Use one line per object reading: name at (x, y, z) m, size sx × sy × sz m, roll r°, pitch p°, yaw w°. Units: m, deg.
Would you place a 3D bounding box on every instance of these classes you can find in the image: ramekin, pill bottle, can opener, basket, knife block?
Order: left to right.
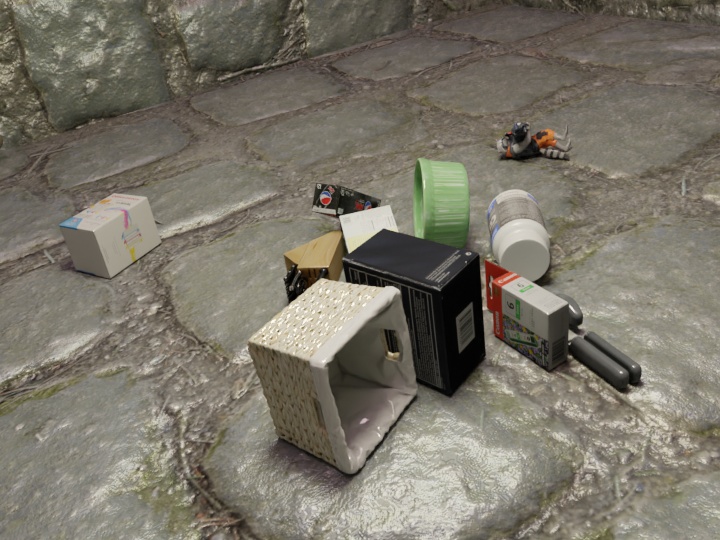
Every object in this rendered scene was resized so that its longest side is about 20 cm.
knife block at (-0.074, 0.004, 1.380) m, size 0.197 × 0.065 × 0.175 m, roll -26°, pitch 35°, yaw -26°
basket at (-0.037, 0.147, 1.005) m, size 0.158 × 0.202 × 0.200 m, roll 9°, pitch 35°, yaw 35°
ramekin at (0.168, -0.132, 1.415) m, size 0.095 × 0.204 × 0.201 m, roll -2°, pitch 30°, yaw -1°
pill bottle at (0.313, -0.068, 1.341) m, size 0.111 × 0.116 × 0.201 m, roll -4°, pitch 30°, yaw 8°
can opener at (0.363, 0.111, 1.084) m, size 0.052 × 0.068 × 0.200 m, roll -18°, pitch 36°, yaw -18°

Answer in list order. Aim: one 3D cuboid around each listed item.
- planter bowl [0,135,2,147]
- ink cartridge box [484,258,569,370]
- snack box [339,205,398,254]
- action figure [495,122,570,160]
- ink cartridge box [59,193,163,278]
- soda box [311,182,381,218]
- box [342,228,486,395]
planter bowl at (-1.398, -0.444, 2.400) m, size 0.195 × 0.202 × 0.137 m, roll -1°, pitch 57°, yaw 14°
ink cartridge box at (0.260, 0.068, 1.132) m, size 0.050 × 0.111 × 0.199 m, roll -23°, pitch 33°, yaw -23°
snack box at (0.030, -0.042, 1.391) m, size 0.113 × 0.038 × 0.203 m, roll -12°, pitch 51°, yaw -4°
action figure at (0.445, -0.333, 1.765) m, size 0.189 × 0.107 × 0.199 m, roll -2°, pitch 6°, yaw 21°
ink cartridge box at (-0.588, -0.094, 1.626) m, size 0.126 × 0.128 × 0.200 m, roll 9°, pitch 35°, yaw 28°
soda box at (-0.030, -0.147, 1.525) m, size 0.069 × 0.065 × 0.199 m, roll 10°, pitch 1°, yaw 28°
box at (0.090, 0.060, 1.103) m, size 0.195 × 0.204 × 0.123 m, roll 17°, pitch 39°, yaw 37°
